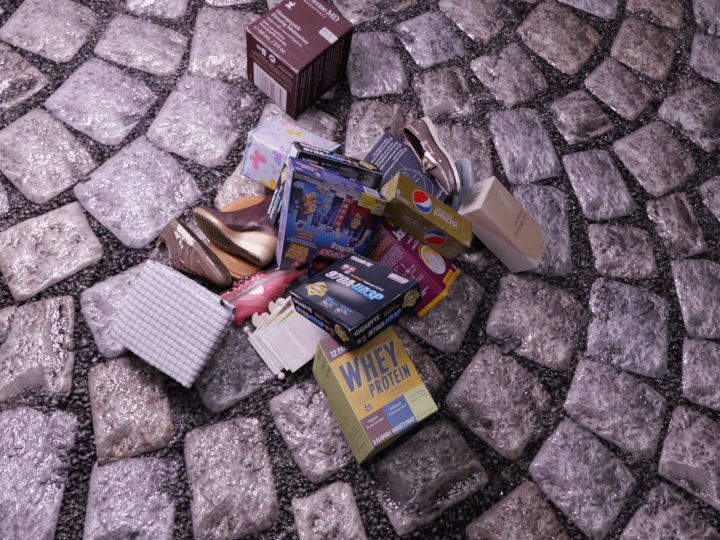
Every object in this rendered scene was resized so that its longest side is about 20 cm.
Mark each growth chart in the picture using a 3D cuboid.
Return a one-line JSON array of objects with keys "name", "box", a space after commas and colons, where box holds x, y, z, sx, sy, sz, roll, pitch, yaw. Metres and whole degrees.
[{"name": "growth chart", "box": [-0.122, 0.114, 1.179, 0.197, 0.018, 0.147, -32, 86, 6]}]

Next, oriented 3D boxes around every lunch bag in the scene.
[{"name": "lunch bag", "box": [-0.141, -0.243, 1.317, 0.166, 0.129, 0.201, 25, 35, 5]}]

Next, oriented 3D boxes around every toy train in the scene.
[{"name": "toy train", "box": [0.000, 0.000, 1.245, 0.197, 0.086, 0.116, -28, 57, -19]}]

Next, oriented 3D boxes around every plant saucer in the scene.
[{"name": "plant saucer", "box": [-0.222, -0.072, 1.282, 0.194, 0.038, 0.206, 4, 66, -8]}]

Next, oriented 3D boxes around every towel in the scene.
[{"name": "towel", "box": [-0.345, 0.098, 1.140, 0.197, 0.086, 0.168, 29, 86, 6]}]

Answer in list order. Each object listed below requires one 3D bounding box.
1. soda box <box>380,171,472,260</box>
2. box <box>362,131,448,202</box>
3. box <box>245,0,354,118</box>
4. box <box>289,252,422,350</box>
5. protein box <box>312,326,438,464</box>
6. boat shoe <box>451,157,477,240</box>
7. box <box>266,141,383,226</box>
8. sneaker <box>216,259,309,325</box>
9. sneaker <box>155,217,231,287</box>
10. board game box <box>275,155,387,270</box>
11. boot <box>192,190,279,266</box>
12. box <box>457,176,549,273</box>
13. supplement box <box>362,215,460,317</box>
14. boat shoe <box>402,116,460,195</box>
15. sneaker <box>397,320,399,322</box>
[{"name": "soda box", "box": [0.130, -0.105, 1.205, 0.197, 0.064, 0.069, 31, 51, -22]}, {"name": "box", "box": [0.088, -0.176, 1.337, 0.198, 0.108, 0.149, 36, 65, 8]}, {"name": "box", "box": [-0.144, -0.506, 1.409, 0.165, 0.165, 0.200, 40, 66, 9]}, {"name": "box", "box": [-0.011, 0.047, 1.071, 0.157, 0.047, 0.198, -32, 33, -25]}, {"name": "protein box", "box": [0.017, 0.216, 1.107, 0.132, 0.200, 0.203, -25, 72, -18]}, {"name": "boat shoe", "box": [0.245, -0.154, 1.376, 0.061, 0.071, 0.206, 19, 71, -50]}, {"name": "box", "box": [-0.069, -0.153, 1.207, 0.196, 0.162, 0.046, 8, 30, -32]}, {"name": "sneaker", "box": [-0.187, 0.041, 1.217, 0.196, 0.074, 0.089, -25, 107, -5]}, {"name": "sneaker", "box": [-0.337, -0.018, 1.224, 0.076, 0.070, 0.200, -47, 65, 3]}, {"name": "board game box", "box": [-0.078, -0.086, 1.156, 0.195, 0.203, 0.062, 15, 28, -24]}, {"name": "boot", "box": [-0.226, -0.109, 1.253, 0.197, 0.073, 0.168, 31, 54, 6]}, {"name": "box", "box": [0.310, -0.096, 1.312, 0.199, 0.077, 0.096, 40, 63, -21]}, {"name": "supplement box", "box": [0.098, -0.023, 1.233, 0.200, 0.086, 0.110, 46, 36, -1]}, {"name": "boat shoe", "box": [0.150, -0.235, 1.277, 0.058, 0.072, 0.204, -17, 65, -11]}, {"name": "sneaker", "box": [0.034, 0.094, 1.235, 0.078, 0.066, 0.200, 45, 65, 5]}]
